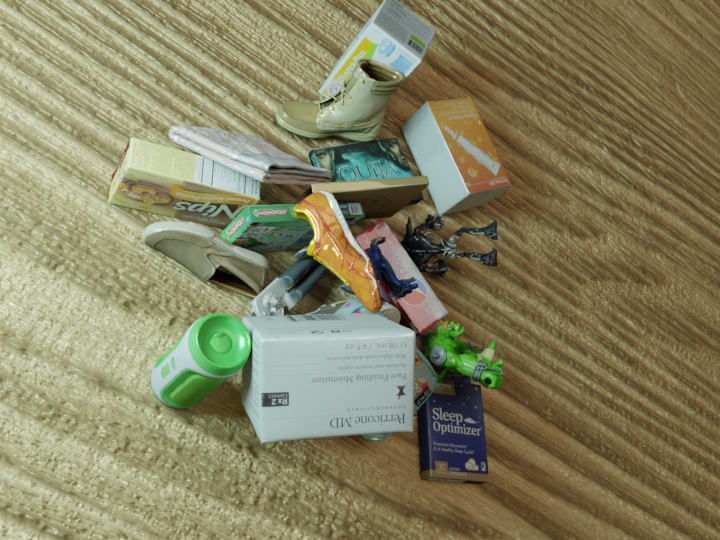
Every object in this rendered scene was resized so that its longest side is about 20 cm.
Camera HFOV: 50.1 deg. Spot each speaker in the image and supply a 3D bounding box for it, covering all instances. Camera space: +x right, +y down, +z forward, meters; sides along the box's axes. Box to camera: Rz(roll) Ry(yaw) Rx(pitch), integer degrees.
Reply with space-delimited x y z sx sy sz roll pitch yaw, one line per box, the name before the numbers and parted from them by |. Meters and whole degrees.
speaker | -0.214 0.123 1.019 0.088 0.200 0.089 13 61 -26

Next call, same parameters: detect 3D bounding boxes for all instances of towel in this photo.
towel | -0.164 -0.179 1.198 0.191 0.032 0.200 26 15 24

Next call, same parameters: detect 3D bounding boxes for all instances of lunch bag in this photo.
lunch bag | 0.011 0.158 1.184 0.160 0.077 0.200 -44 103 -8

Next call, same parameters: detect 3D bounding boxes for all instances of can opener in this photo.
can opener | -0.115 0.025 1.222 0.053 0.066 0.200 60 42 -15

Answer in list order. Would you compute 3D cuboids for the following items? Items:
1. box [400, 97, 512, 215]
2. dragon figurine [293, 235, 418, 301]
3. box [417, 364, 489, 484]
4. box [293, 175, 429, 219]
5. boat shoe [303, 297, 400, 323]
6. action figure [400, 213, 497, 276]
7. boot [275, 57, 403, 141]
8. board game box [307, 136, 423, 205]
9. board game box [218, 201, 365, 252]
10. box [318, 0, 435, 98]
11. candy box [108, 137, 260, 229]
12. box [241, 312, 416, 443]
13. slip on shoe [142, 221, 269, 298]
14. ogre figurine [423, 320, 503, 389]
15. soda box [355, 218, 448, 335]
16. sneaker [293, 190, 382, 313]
box | 0.186 -0.224 1.505 0.124 0.097 0.200 -15 77 -37
dragon figurine | 0.000 0.000 1.231 0.200 0.059 0.099 3 60 -28
box | 0.153 0.253 1.300 0.121 0.032 0.200 12 61 -27
box | -0.010 -0.113 1.257 0.200 0.163 0.021 -6 78 -23
boat shoe | -0.036 0.082 1.242 0.200 0.072 0.060 -12 33 -23
action figure | 0.146 -0.042 1.393 0.200 0.102 0.119 -1 96 8
boot | -0.037 -0.303 1.354 0.200 0.155 0.073 4 55 -21
board game box | 0.011 -0.171 1.413 0.200 0.028 0.135 -16 78 -36
board game box | -0.111 -0.066 1.217 0.200 0.135 0.029 -5 74 -35
box | 0.027 -0.381 1.413 0.112 0.200 0.101 34 50 -12
candy box | -0.264 -0.126 1.161 0.200 0.115 0.055 12 63 -28
box | -0.050 0.133 1.024 0.199 0.200 0.131 -1 95 -16
slip on shoe | -0.231 -0.013 1.159 0.200 0.076 0.061 24 51 -30
ogre figurine | 0.167 0.146 1.288 0.120 0.098 0.200 21 25 -3
soda box | 0.061 0.015 1.324 0.070 0.063 0.200 -34 89 -22
sneaker | -0.032 -0.020 1.130 0.077 0.073 0.200 -30 78 -8
